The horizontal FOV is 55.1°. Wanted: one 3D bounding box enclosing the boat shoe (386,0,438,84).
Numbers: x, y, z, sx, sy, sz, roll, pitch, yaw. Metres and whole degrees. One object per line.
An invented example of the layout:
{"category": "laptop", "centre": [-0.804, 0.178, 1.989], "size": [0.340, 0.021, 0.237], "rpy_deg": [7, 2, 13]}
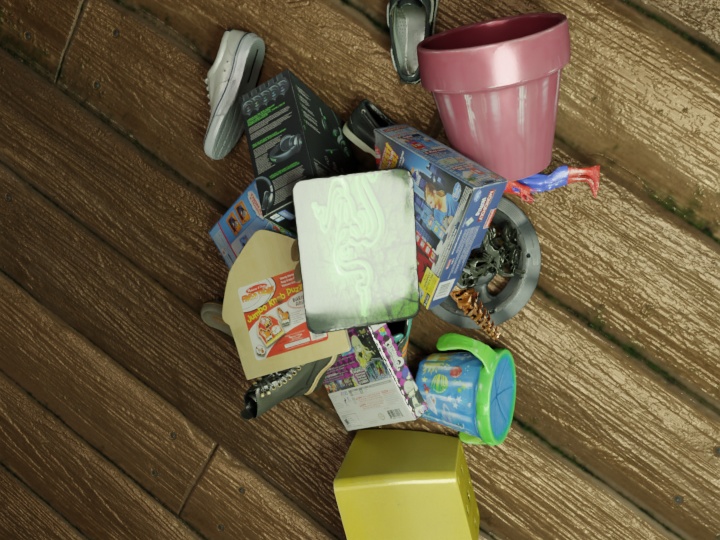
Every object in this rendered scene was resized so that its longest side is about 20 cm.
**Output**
{"category": "boat shoe", "centre": [0.074, -0.370, 0.976], "size": [0.074, 0.060, 0.206], "rpy_deg": [-5, 99, 20]}

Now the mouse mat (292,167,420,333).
{"category": "mouse mat", "centre": [-0.002, -0.023, 0.888], "size": [0.157, 0.008, 0.206], "rpy_deg": [-8, 105, -11]}

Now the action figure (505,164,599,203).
{"category": "action figure", "centre": [0.231, -0.120, 0.970], "size": [0.195, 0.065, 0.053], "rpy_deg": [4, 89, 17]}

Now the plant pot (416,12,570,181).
{"category": "plant pot", "centre": [0.181, -0.224, 0.910], "size": [0.195, 0.201, 0.183], "rpy_deg": [-4, 116, 19]}

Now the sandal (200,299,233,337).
{"category": "sandal", "centre": [-0.190, 0.105, 1.151], "size": [0.196, 0.055, 0.083], "rpy_deg": [18, 138, 16]}

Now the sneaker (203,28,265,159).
{"category": "sneaker", "centre": [-0.213, -0.280, 1.096], "size": [0.070, 0.073, 0.204], "rpy_deg": [25, 99, 21]}

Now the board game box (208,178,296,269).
{"category": "board game box", "centre": [-0.156, -0.041, 1.087], "size": [0.199, 0.036, 0.153], "rpy_deg": [-34, 86, 51]}

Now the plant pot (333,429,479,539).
{"category": "plant pot", "centre": [0.084, 0.361, 1.058], "size": [0.172, 0.200, 0.205], "rpy_deg": [-13, 97, 13]}

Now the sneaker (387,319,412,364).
{"category": "sneaker", "centre": [0.040, 0.113, 1.074], "size": [0.070, 0.080, 0.205], "rpy_deg": [15, 106, 15]}

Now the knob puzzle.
{"category": "knob puzzle", "centre": [-0.115, 0.039, 1.011], "size": [0.214, 0.030, 0.226], "rpy_deg": [1, 93, 19]}

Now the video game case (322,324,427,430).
{"category": "video game case", "centre": [-0.002, 0.152, 1.069], "size": [0.199, 0.035, 0.184], "rpy_deg": [-28, 89, 55]}

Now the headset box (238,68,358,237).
{"category": "headset box", "centre": [-0.078, -0.157, 0.982], "size": [0.091, 0.173, 0.205], "rpy_deg": [-22, 69, 20]}

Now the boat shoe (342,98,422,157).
{"category": "boat shoe", "centre": [0.065, -0.182, 1.011], "size": [0.198, 0.074, 0.067], "rpy_deg": [39, 121, 16]}

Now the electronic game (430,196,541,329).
{"category": "electronic game", "centre": [0.168, -0.016, 1.025], "size": [0.195, 0.041, 0.206], "rpy_deg": [1, 94, 20]}

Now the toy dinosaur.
{"category": "toy dinosaur", "centre": [0.155, -0.009, 0.976], "size": [0.134, 0.102, 0.202], "rpy_deg": [-26, 102, 33]}

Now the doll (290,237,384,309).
{"category": "doll", "centre": [0.000, 0.000, 0.963], "size": [0.196, 0.138, 0.049], "rpy_deg": [16, 130, -30]}

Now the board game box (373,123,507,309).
{"category": "board game box", "centre": [0.081, -0.093, 0.926], "size": [0.201, 0.061, 0.203], "rpy_deg": [52, 141, 33]}

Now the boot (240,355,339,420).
{"category": "boot", "centre": [-0.109, 0.147, 1.053], "size": [0.077, 0.137, 0.203], "rpy_deg": [42, 137, 28]}

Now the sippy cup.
{"category": "sippy cup", "centre": [0.153, 0.180, 1.031], "size": [0.127, 0.139, 0.183], "rpy_deg": [3, 93, 29]}
